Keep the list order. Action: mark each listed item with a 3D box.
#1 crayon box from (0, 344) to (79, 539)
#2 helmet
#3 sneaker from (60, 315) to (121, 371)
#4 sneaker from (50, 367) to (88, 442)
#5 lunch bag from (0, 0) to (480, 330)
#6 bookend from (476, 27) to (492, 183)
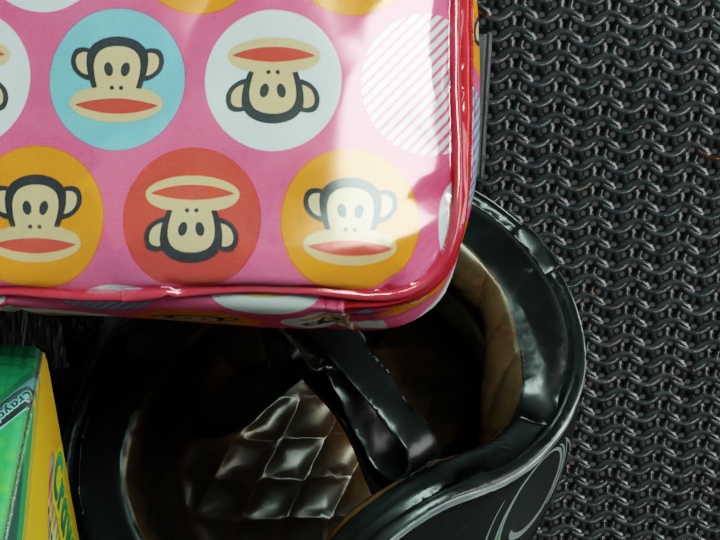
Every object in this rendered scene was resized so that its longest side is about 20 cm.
[{"bbox_3d":[-0.139,0.130,0.881,0.200,0.058,0.119,89,5,-53],"label":"crayon box"},{"bbox_3d":[-0.016,0.068,0.992,0.191,0.199,0.201,125,-23,-49],"label":"helmet"},{"bbox_3d":[-0.081,0.055,1.172,0.060,0.104,0.201,0,-84,63],"label":"sneaker"},{"bbox_3d":[-0.088,0.125,1.110,0.201,0.074,0.089,62,23,-12],"label":"sneaker"},{"bbox_3d":[-0.059,-0.072,0.806,0.082,0.199,0.177,80,11,-83],"label":"lunch bag"},{"bbox_3d":[-0.032,-0.067,1.329,0.199,0.199,0.093,-80,173,-69],"label":"bookend"}]
